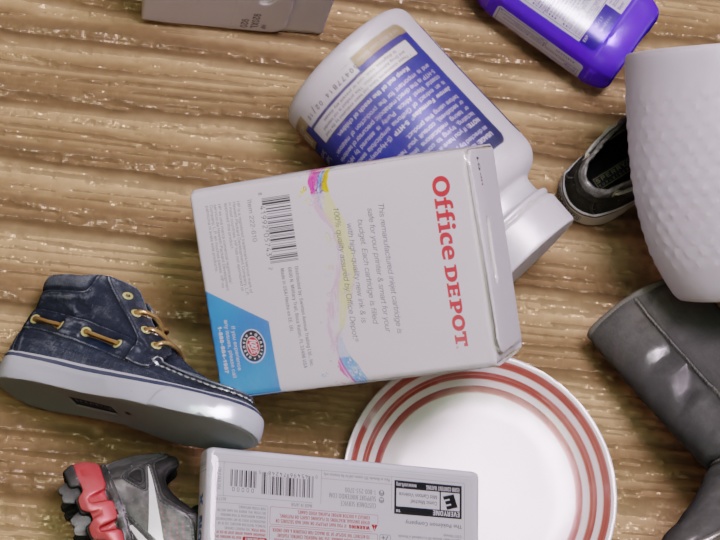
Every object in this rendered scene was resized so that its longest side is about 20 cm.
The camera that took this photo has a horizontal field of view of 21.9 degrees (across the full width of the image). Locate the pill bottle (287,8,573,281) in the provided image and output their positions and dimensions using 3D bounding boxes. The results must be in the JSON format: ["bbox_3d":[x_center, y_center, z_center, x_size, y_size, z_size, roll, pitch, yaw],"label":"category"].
[{"bbox_3d":[0.054,-0.079,1.347,0.120,0.120,0.200,-40,82,-20],"label":"pill bottle"}]

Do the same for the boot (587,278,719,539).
[{"bbox_3d":[0.226,0.109,1.315,0.181,0.073,0.200,-24,66,-27],"label":"boot"}]

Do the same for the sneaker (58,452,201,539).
[{"bbox_3d":[-0.126,0.209,1.242,0.098,0.071,0.201,-20,75,-14],"label":"sneaker"}]

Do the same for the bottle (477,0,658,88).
[{"bbox_3d":[0.130,-0.227,1.439,0.200,0.065,0.084,35,69,3],"label":"bottle"}]

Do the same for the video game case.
[{"bbox_3d":[-0.014,0.217,1.241,0.199,0.022,0.183,8,73,-22],"label":"video game case"}]

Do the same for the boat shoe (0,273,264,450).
[{"bbox_3d":[-0.147,0.057,1.261,0.199,0.071,0.091,12,66,21],"label":"boat shoe"}]

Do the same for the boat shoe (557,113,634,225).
[{"bbox_3d":[0.238,-0.105,1.418,0.200,0.064,0.071,-38,81,-19],"label":"boat shoe"}]

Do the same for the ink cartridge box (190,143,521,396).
[{"bbox_3d":[0.000,0.000,1.265,0.199,0.085,0.145,-7,93,19],"label":"ink cartridge box"}]

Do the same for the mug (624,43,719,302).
[{"bbox_3d":[0.280,-0.071,1.337,0.200,0.147,0.176,-7,95,-52],"label":"mug"}]

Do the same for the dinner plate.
[{"bbox_3d":[0.084,0.157,1.324,0.199,0.024,0.201,3,72,-10],"label":"dinner plate"}]

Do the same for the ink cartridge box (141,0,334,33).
[{"bbox_3d":[-0.085,-0.298,1.380,0.144,0.147,0.201,3,71,-9],"label":"ink cartridge box"}]
